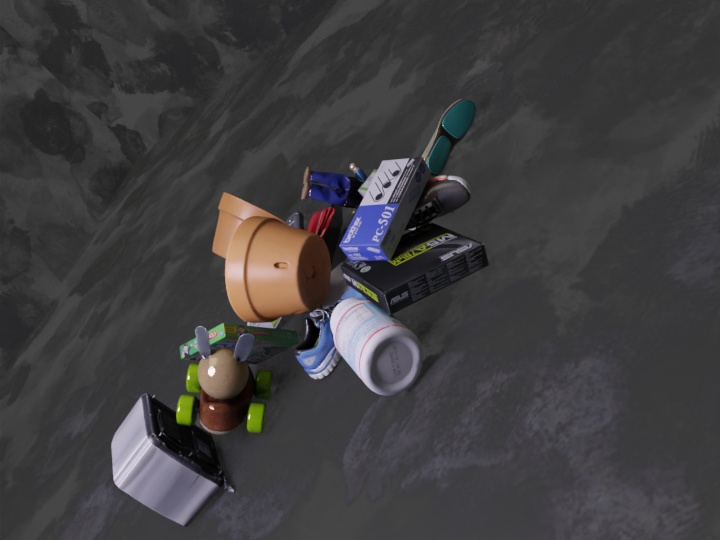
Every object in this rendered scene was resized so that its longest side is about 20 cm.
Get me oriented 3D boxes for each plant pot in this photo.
[{"bbox_3d":[-0.270,-0.081,1.950,0.199,0.197,0.143,20,84,62],"label":"plant pot"},{"bbox_3d":[-0.145,0.001,1.536,0.137,0.202,0.203,3,49,25],"label":"plant pot"}]

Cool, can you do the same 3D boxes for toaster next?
[{"bbox_3d":[-0.347,0.348,1.473,0.119,0.180,0.200,-50,27,2],"label":"toaster"}]

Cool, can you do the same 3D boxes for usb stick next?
[{"bbox_3d":[-0.140,-0.047,1.728,0.055,0.032,0.203,-45,33,32],"label":"usb stick"}]

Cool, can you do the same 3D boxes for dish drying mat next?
[{"bbox_3d":[-0.090,-0.092,1.678,0.200,0.018,0.078,-175,108,-78],"label":"dish drying mat"}]

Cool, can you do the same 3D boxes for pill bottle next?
[{"bbox_3d":[0.018,0.115,1.321,0.109,0.109,0.200,-47,26,-2],"label":"pill bottle"}]

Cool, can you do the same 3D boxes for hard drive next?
[{"bbox_3d":[0.000,0.000,1.600,0.199,0.027,0.133,-41,27,10],"label":"hard drive"}]

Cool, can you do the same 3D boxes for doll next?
[{"bbox_3d":[-0.022,-0.168,1.689,0.049,0.195,0.139,121,157,-53],"label":"doll"}]

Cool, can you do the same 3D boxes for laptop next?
[{"bbox_3d":[-0.103,-0.070,1.761,0.197,0.103,0.180,-26,32,32],"label":"laptop"}]

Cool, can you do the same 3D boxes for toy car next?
[{"bbox_3d":[-0.245,0.179,1.464,0.159,0.204,0.160,5,38,0],"label":"toy car"}]

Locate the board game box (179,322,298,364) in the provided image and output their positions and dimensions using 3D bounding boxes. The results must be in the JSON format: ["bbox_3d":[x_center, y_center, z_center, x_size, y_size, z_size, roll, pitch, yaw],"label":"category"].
[{"bbox_3d":[-0.234,0.145,1.577,0.133,0.198,0.030,-28,66,32],"label":"board game box"}]

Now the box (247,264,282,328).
[{"bbox_3d":[-0.183,0.026,1.757,0.118,0.059,0.202,-57,16,36],"label":"box"}]

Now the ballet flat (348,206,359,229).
[{"bbox_3d":[0.017,-0.062,1.571,0.067,0.046,0.202,-41,31,22],"label":"ballet flat"}]

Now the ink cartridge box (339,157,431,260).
[{"bbox_3d":[0.046,-0.109,1.424,0.092,0.044,0.203,0,52,40],"label":"ink cartridge box"}]

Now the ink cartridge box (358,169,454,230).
[{"bbox_3d":[0.084,-0.133,1.569,0.060,0.104,0.199,-50,27,-10],"label":"ink cartridge box"}]

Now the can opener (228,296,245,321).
[{"bbox_3d":[-0.261,0.051,1.792,0.201,0.065,0.054,111,168,-60],"label":"can opener"}]

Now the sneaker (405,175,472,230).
[{"bbox_3d":[0.110,-0.105,1.463,0.196,0.078,0.083,-17,37,24],"label":"sneaker"}]

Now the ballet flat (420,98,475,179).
[{"bbox_3d":[0.171,-0.275,1.683,0.202,0.067,0.062,-57,19,-19],"label":"ballet flat"}]

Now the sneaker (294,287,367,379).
[{"bbox_3d":[-0.049,0.094,1.473,0.202,0.089,0.078,-56,29,-17],"label":"sneaker"}]

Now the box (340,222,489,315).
[{"bbox_3d":[0.087,-0.009,1.374,0.196,0.049,0.193,-25,20,-15],"label":"box"}]
